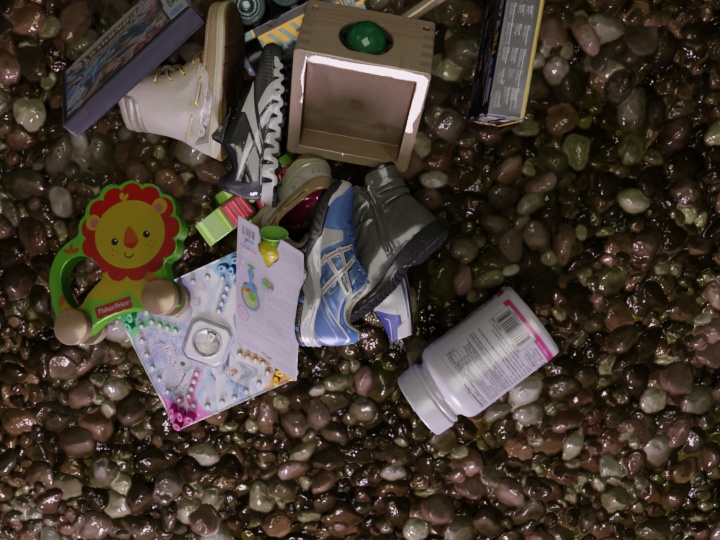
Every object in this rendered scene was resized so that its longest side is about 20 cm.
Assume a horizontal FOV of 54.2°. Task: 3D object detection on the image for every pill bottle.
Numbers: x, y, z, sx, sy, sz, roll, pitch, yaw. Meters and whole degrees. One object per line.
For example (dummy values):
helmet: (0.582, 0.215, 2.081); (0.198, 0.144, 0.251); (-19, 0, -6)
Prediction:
pill bottle: (0.155, 0.124, 0.954); (0.200, 0.113, 0.114); (-38, 98, 6)

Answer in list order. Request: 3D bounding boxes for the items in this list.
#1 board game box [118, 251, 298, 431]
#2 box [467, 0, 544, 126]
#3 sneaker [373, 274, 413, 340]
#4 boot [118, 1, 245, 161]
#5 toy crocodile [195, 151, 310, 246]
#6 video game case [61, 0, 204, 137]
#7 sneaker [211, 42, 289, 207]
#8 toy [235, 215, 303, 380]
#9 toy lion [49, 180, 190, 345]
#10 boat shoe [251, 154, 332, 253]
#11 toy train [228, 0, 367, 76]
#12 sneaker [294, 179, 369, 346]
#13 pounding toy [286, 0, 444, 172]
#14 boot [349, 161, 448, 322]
board game box: (-0.216, 0.103, 0.991); (0.199, 0.026, 0.201); (-24, 99, 3)
box: (0.179, -0.282, 0.862); (0.049, 0.160, 0.201); (8, 99, -3)
sneaker: (0.000, -0.001, 0.956); (0.114, 0.081, 0.201); (-15, 96, 9)
boot: (-0.228, -0.248, 0.880); (0.154, 0.072, 0.201); (18, 126, 7)
toy crocodile: (-0.131, -0.100, 0.939); (0.199, 0.062, 0.068); (-30, 98, 5)
video game case: (-0.285, -0.269, 0.857); (0.200, 0.181, 0.026); (-40, 129, 6)
sneaker: (-0.135, -0.180, 0.857); (0.090, 0.066, 0.201); (5, 90, -5)
toy: (-0.108, 0.032, 0.905); (0.115, 0.047, 0.201); (29, 132, 30)
toy lion: (-0.323, -0.017, 0.942); (0.199, 0.069, 0.193); (-19, 83, 4)
boat shoe: (-0.095, -0.054, 0.912); (0.074, 0.067, 0.200); (8, 129, -31)
toy train: (-0.079, -0.327, 0.895); (0.199, 0.085, 0.114); (-25, 108, 4)
sneaker: (-0.025, -0.006, 0.837); (0.077, 0.076, 0.201); (8, 90, 9)
pounding toy: (0.017, -0.248, 0.857); (0.183, 0.143, 0.200); (10, 142, -2)
boot: (0.003, -0.031, 0.890); (0.200, 0.068, 0.131); (-44, 77, 11)
